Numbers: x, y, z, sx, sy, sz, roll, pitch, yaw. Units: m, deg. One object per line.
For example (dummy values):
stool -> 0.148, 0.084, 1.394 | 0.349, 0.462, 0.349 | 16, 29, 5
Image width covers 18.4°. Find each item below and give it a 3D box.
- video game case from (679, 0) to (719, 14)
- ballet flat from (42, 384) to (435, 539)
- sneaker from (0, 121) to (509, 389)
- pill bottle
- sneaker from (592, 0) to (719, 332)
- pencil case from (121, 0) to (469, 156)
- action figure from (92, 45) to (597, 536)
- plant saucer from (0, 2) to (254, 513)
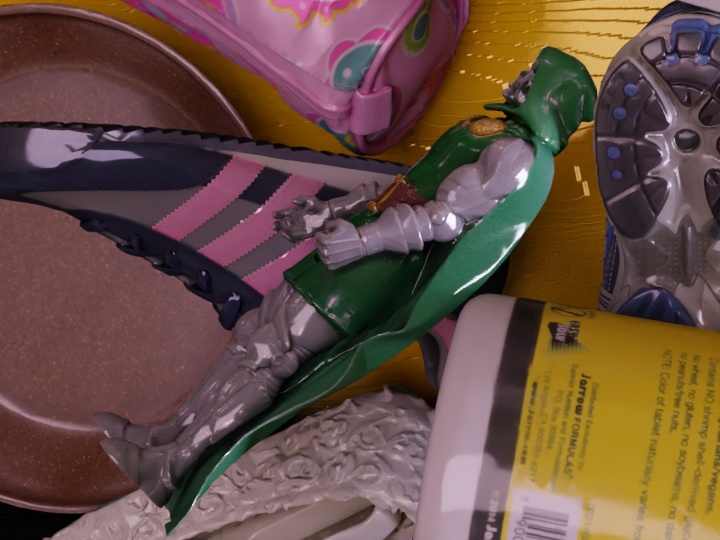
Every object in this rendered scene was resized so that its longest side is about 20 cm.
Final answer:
video game case -> 0.064, -0.198, 0.705 | 0.181, 0.036, 0.201 | 20, 122, 26
ballet flat -> -0.052, 0.108, 0.843 | 0.200, 0.072, 0.072 | -29, 84, 22
sneaker -> -0.044, -0.006, 0.791 | 0.199, 0.070, 0.082 | 9, 91, -8
pill bottle -> 0.121, 0.078, 0.701 | 0.199, 0.112, 0.113 | 10, 99, 6
sneaker -> 0.117, -0.003, 0.773 | 0.077, 0.085, 0.201 | 6, 119, 8
pencil case -> -0.057, -0.121, 0.822 | 0.200, 0.087, 0.088 | 31, 105, 14
action figure -> 0.000, 0.000, 0.728 | 0.200, 0.118, 0.055 | -42, 104, -3
plant saucer -> -0.117, -0.006, 0.874 | 0.199, 0.037, 0.201 | 4, 103, 16
